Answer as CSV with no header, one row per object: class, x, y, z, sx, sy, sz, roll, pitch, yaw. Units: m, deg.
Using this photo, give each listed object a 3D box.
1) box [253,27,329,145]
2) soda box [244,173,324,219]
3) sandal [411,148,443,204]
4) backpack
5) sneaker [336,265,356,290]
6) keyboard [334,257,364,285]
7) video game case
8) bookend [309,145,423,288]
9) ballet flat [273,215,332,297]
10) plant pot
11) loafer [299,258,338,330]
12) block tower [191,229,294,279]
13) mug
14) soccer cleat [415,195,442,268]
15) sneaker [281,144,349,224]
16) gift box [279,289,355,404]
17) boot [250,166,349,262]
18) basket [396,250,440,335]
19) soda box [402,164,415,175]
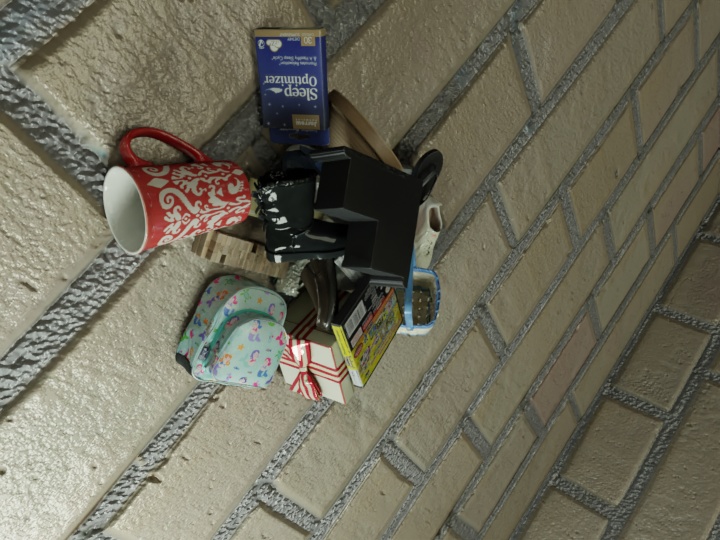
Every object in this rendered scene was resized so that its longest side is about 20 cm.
box,-0.117,-0.317,1.050,0.032,0.120,0.201,-60,152,-59
soda box,-0.157,-0.127,1.136,0.199,0.064,0.068,12,99,-48
sandal,0.133,-0.176,1.335,0.201,0.043,0.076,-59,140,-6
backpack,-0.228,0.116,1.121,0.177,0.150,0.201,24,85,-48
sneaker,-0.007,0.000,1.306,0.074,0.082,0.200,-53,149,13
keyboard,0.000,0.000,1.220,0.056,0.011,0.200,-45,151,-3
video game case,0.020,0.104,1.210,0.200,0.025,0.181,-55,140,-38
bookend,0.000,-0.084,1.032,0.198,0.092,0.201,13,83,-43
ballet flat,-0.101,-0.031,1.234,0.201,0.072,0.072,-56,138,-7
plant pot,-0.018,-0.238,1.146,0.093,0.201,0.201,-42,137,2
loafer,-0.082,0.018,1.169,0.073,0.071,0.201,78,9,-76
block tower,-0.215,-0.032,1.128,0.199,0.054,0.058,14,98,-48
mug,-0.284,-0.131,0.955,0.199,0.133,0.179,-18,122,-44
soccer cleat,0.162,-0.084,1.479,0.069,0.077,0.201,-23,124,-38
sneaker,-0.060,-0.173,1.151,0.199,0.147,0.081,23,126,-27
gift box,-0.085,0.159,1.263,0.187,0.199,0.185,-48,134,-41
boot,-0.091,-0.103,1.065,0.197,0.073,0.163,-8,124,-11
basket,0.120,0.056,1.417,0.200,0.138,0.177,68,26,-62
soda box,0.053,-0.200,1.322,0.199,0.063,0.069,-7,114,-45
